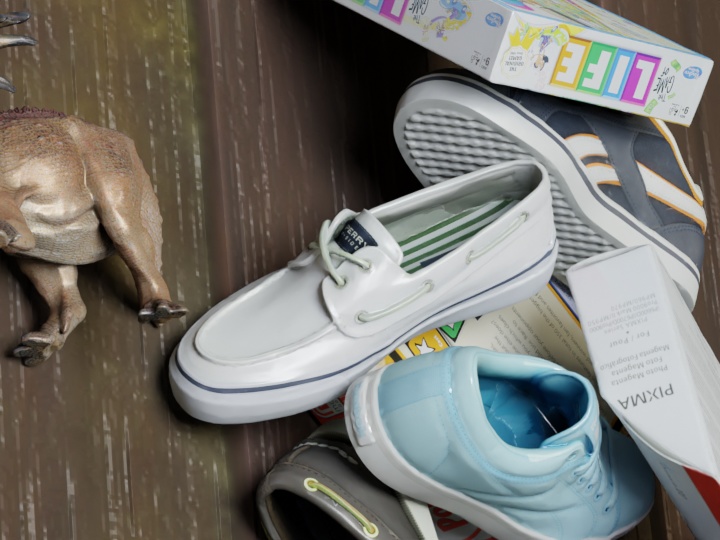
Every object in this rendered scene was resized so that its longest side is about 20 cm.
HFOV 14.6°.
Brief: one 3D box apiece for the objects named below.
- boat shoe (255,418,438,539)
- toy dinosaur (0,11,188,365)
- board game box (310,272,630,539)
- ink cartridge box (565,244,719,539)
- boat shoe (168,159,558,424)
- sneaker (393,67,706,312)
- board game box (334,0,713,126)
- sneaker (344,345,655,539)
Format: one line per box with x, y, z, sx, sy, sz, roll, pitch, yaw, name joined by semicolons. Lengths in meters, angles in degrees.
0.023;0.165;1.267;0.201;0.072;0.061;55;42;0;boat shoe
-0.139;-0.042;1.195;0.200;0.086;0.136;21;52;-42;toy dinosaur
0.069;0.043;1.376;0.152;0.046;0.200;51;46;-15;board game box
0.159;0.109;1.303;0.163;0.057;0.200;54;23;-52;ink cartridge box
0.000;0.000;1.271;0.200;0.067;0.074;-26;48;-25;boat shoe
0.093;-0.053;1.353;0.200;0.078;0.080;38;54;-36;sneaker
0.053;-0.127;1.341;0.134;0.200;0.034;9;106;-41;board game box
0.086;0.081;1.277;0.200;0.082;0.074;16;61;-46;sneaker
